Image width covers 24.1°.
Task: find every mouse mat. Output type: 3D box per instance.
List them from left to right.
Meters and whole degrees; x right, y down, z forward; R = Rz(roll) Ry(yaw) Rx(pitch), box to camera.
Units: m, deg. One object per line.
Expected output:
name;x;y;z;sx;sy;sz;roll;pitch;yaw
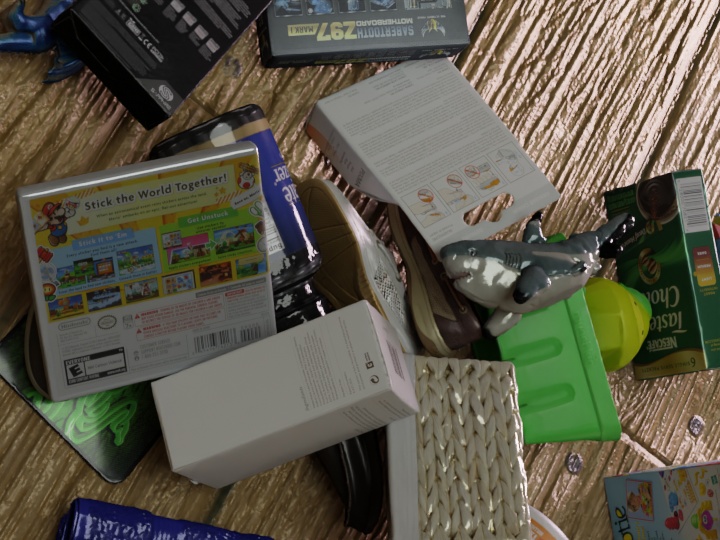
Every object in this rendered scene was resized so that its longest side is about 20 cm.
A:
mouse mat;-0.206;0.062;1.468;0.161;0.008;0.200;47;63;-15

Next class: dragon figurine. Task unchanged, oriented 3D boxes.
dragon figurine;-0.258;-0.200;1.454;0.100;0.059;0.200;51;60;-12

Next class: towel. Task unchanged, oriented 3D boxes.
towel;-0.172;0.281;1.429;0.198;0.049;0.150;16;81;-27

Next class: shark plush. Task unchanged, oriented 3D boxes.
shark plush;0.171;-0.019;1.518;0.198;0.091;0.084;-25;73;-15

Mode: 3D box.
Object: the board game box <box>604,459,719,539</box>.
board game box;0.344;0.238;1.642;0.102;0.199;0.106;-5;83;-30

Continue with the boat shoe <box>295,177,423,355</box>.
boat shoe;0.000;0.000;1.568;0.069;0.070;0.202;-38;107;-50

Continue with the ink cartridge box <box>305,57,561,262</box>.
ink cartridge box;0.069;-0.104;1.589;0.161;0.050;0.201;-27;71;-31

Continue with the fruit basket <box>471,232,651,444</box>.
fruit basket;0.212;0.064;1.640;0.213;0.155;0.219;1;85;-12

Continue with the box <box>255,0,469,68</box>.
box;-0.003;-0.278;1.595;0.197;0.051;0.160;-6;83;-15

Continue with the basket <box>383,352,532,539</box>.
basket;0.082;0.186;1.486;0.122;0.136;0.202;-3;54;-1

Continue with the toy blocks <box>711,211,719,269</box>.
toy blocks;0.401;-0.002;1.762;0.199;0.099;0.138;-27;109;-44

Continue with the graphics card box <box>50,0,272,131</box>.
graphics card box;-0.160;-0.234;1.462;0.126;0.051;0.201;46;56;-17

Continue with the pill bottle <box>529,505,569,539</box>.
pill bottle;0.105;0.315;1.542;0.113;0.112;0.200;51;61;-12

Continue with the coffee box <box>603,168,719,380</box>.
coffee box;0.313;0.006;1.711;0.044;0.123;0.203;-7;87;-28

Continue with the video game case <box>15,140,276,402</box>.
video game case;-0.170;0.001;1.375;0.198;0.023;0.184;-13;115;-18

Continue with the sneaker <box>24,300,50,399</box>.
sneaker;-0.215;0.009;1.407;0.074;0.106;0.202;27;69;-23

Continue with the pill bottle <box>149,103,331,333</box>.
pill bottle;-0.101;-0.034;1.485;0.111;0.111;0.202;-25;94;-31

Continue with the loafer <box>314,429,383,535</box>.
loafer;-0.024;0.142;1.532;0.070;0.073;0.203;-9;85;-6

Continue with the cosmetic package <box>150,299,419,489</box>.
cosmetic package;-0.062;0.108;1.419;0.198;0.108;0.086;-20;71;8

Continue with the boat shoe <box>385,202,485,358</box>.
boat shoe;0.076;-0.020;1.579;0.072;0.071;0.202;37;37;-55
